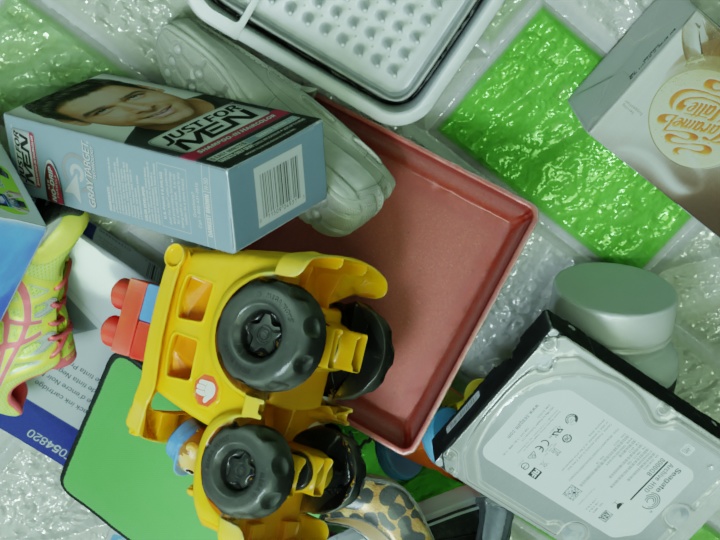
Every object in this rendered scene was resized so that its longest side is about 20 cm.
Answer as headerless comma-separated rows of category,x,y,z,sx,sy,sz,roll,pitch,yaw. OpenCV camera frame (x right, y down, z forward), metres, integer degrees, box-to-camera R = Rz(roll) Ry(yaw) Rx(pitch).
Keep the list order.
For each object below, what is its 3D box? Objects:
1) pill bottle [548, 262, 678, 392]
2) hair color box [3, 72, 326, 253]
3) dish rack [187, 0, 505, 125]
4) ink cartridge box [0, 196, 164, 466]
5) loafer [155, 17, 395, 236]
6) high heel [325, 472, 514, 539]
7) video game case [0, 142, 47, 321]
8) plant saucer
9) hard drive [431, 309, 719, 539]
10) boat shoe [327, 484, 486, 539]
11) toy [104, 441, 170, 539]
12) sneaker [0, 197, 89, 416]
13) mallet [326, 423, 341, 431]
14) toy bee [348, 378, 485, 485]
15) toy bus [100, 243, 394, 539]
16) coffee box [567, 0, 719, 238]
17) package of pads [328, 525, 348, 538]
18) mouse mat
pill bottle,0.187,0.103,1.046,0.113,0.113,0.200,1,116,-5
hair color box,-0.132,-0.077,0.892,0.200,0.099,0.061,15,122,32
dish rack,-0.004,-0.213,0.924,0.200,0.044,0.172,29,109,-16
ink cartridge box,-0.247,0.053,1.032,0.200,0.041,0.200,34,108,-18
loafer,-0.061,-0.107,0.940,0.200,0.070,0.070,45,140,6
high heel,0.011,0.226,0.985,0.200,0.071,0.143,11,77,-2
video game case,-0.303,-0.003,0.927,0.045,0.181,0.200,14,116,-40
plant saucer,0.000,0.000,0.969,0.200,0.037,0.200,28,94,13
hard drive,0.172,0.135,0.978,0.200,0.038,0.140,33,110,-17
boat shoe,0.023,0.237,1.044,0.200,0.071,0.072,-26,146,-9
toy,-0.134,0.204,1.066,0.115,0.047,0.200,19,134,-10
sneaker,-0.237,0.028,0.962,0.090,0.078,0.200,30,119,-16
mallet,-0.110,0.151,1.093,0.200,0.066,0.041,4,144,10
toy bee,0.049,0.105,1.042,0.131,0.109,0.200,-11,158,21
toy bus,-0.094,0.077,0.906,0.192,0.136,0.200,10,87,26
coffee box,0.267,-0.097,0.976,0.200,0.080,0.114,36,108,-18
package of pads,-0.011,0.301,1.150,0.200,0.068,0.155,27,112,-16
mouse mat,-0.131,0.169,1.006,0.200,0.008,0.161,34,124,8
